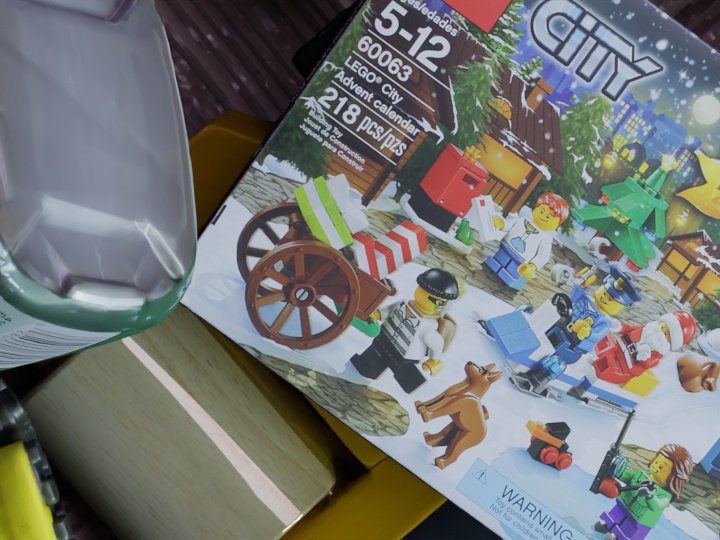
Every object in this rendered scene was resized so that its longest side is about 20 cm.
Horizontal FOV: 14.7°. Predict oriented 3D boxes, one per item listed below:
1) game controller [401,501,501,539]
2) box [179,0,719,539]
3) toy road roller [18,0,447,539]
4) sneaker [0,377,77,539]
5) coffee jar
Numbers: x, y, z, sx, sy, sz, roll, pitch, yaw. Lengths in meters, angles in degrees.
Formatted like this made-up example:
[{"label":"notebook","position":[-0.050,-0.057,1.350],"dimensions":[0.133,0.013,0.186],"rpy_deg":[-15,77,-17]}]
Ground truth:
[{"label":"game controller","position":[0.051,0.067,0.832],"dimensions":[0.200,0.104,0.042],"rpy_deg":[-51,139,-28]},{"label":"box","position":[0.067,0.007,0.739],"dimensions":[0.199,0.038,0.137],"rpy_deg":[35,97,-2]},{"label":"toy road roller","position":[0.000,0.000,0.834],"dimensions":[0.200,0.146,0.123],"rpy_deg":[-40,93,6]},{"label":"sneaker","position":[-0.098,0.136,0.757],"dimensions":[0.085,0.078,0.201],"rpy_deg":[-21,86,-7]},{"label":"coffee jar","position":[-0.139,-0.009,0.708],"dimensions":[0.085,0.199,0.105],"rpy_deg":[9,67,-51]}]
